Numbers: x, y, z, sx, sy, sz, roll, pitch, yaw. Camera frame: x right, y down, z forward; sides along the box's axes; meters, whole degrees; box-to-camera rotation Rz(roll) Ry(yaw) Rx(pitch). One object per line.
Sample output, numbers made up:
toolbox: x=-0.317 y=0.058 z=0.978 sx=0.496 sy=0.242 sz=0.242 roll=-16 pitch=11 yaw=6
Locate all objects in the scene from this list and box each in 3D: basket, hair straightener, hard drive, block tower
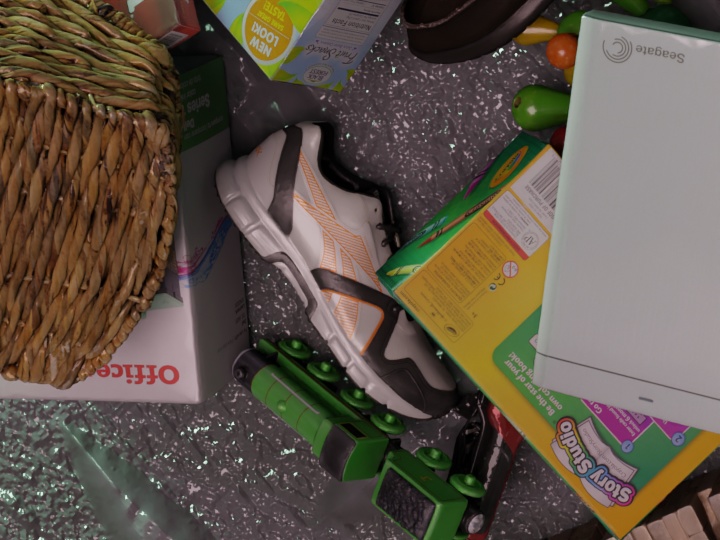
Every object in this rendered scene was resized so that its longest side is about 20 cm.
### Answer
basket: x=-0.175 y=-0.056 z=1.195 sx=0.141 sy=0.150 sz=0.201 roll=12 pitch=124 yaw=-16
hair straightener: x=0.080 y=0.100 z=1.262 sx=0.041 sy=0.077 sz=0.202 roll=11 pitch=98 yaw=-15
hard drive: x=0.164 y=-0.022 z=1.095 sx=0.131 sy=0.027 sz=0.202 roll=14 pitch=108 yaw=23
block tower: x=0.159 y=0.173 z=1.258 sx=0.199 sy=0.058 sz=0.054 roll=-26 pitch=95 yaw=24

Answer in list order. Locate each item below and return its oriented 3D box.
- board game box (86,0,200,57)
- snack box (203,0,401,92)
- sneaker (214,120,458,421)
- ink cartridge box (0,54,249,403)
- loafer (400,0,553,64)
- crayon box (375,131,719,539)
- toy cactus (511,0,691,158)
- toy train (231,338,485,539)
board game box: x=-0.152 y=-0.206 z=1.222 sx=0.102 sy=0.019 sz=0.202 roll=-27 pitch=67 yaw=34
snack box: x=-0.023 y=-0.229 z=1.170 sx=0.169 sy=0.067 sz=0.201 roll=49 pitch=118 yaw=31
sneaker: x=0.000 y=0.000 z=1.257 sx=0.080 sy=0.074 sz=0.201 roll=-36 pitch=96 yaw=12
ink cartridge box: x=-0.154 y=-0.025 z=1.295 sx=0.143 sy=0.084 sz=0.202 roll=1 pitch=105 yaw=19
loafer: x=0.088 y=-0.187 z=1.132 sx=0.071 sy=0.073 sz=0.199 roll=37 pitch=125 yaw=-26
crayon box: x=0.118 y=0.037 z=1.187 sx=0.119 sy=0.058 sz=0.200 roll=-43 pitch=104 yaw=0
toy cactus: x=0.181 y=-0.111 z=1.161 sx=0.199 sy=0.102 sz=0.165 roll=-36 pitch=101 yaw=15
toy train: x=-0.006 y=0.099 z=1.254 sx=0.200 sy=0.056 sz=0.042 roll=36 pitch=115 yaw=37
